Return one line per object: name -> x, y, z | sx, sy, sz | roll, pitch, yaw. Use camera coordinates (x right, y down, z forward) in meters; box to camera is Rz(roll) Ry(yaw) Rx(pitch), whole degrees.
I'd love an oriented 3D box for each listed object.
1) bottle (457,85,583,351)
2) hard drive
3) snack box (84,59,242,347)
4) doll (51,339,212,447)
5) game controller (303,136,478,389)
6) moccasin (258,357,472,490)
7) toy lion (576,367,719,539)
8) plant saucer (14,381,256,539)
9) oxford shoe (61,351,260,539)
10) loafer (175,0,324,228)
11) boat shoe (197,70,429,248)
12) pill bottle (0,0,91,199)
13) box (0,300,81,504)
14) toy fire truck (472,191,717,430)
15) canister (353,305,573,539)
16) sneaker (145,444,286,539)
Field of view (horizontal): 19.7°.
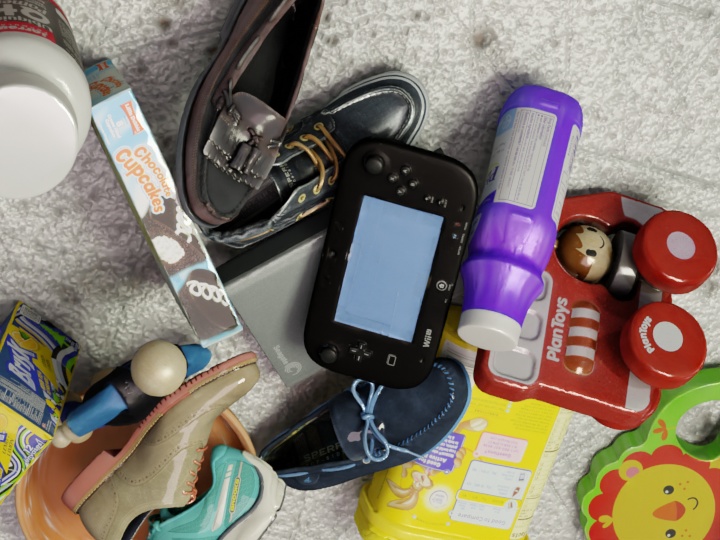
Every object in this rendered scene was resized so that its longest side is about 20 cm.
bottle -> 0.119, -0.038, 1.579 | 0.065, 0.084, 0.201 | 16, 70, 0
hard drive -> 0.000, 0.000, 1.634 | 0.199, 0.033, 0.140 | -28, 137, 2
snack box -> -0.151, -0.051, 1.533 | 0.037, 0.116, 0.201 | -26, 111, -6
doll -> -0.174, 0.090, 1.527 | 0.136, 0.200, 0.049 | -29, 91, -27
game controller -> 0.022, -0.004, 1.562 | 0.104, 0.042, 0.201 | 20, 119, 11
moccasin -> 0.001, 0.131, 1.653 | 0.200, 0.081, 0.068 | -36, 154, 31
toy lion -> 0.284, 0.178, 1.798 | 0.190, 0.069, 0.201 | -1, 116, -4
plant saucer -> -0.183, 0.171, 1.694 | 0.199, 0.037, 0.201 | -5, 116, -10
oxford shoe -> -0.141, 0.142, 1.616 | 0.200, 0.070, 0.075 | -43, 78, 18
loafer -> -0.078, -0.127, 1.495 | 0.072, 0.063, 0.201 | 35, 62, -39
boat shoe -> -0.034, -0.080, 1.564 | 0.200, 0.091, 0.071 | -35, 90, 6
pill bottle -> -0.245, -0.125, 1.442 | 0.110, 0.200, 0.111 | -6, 116, -11
box -> -0.261, 0.095, 1.543 | 0.064, 0.200, 0.070 | 37, 103, -11
toy fire truck -> 0.179, 0.023, 1.631 | 0.167, 0.201, 0.112 | 17, 151, -10
canister -> 0.095, 0.140, 1.716 | 0.148, 0.087, 0.201 | 13, 111, -19
sneaker -> -0.142, 0.226, 1.682 | 0.080, 0.078, 0.200 | 37, 101, -4
